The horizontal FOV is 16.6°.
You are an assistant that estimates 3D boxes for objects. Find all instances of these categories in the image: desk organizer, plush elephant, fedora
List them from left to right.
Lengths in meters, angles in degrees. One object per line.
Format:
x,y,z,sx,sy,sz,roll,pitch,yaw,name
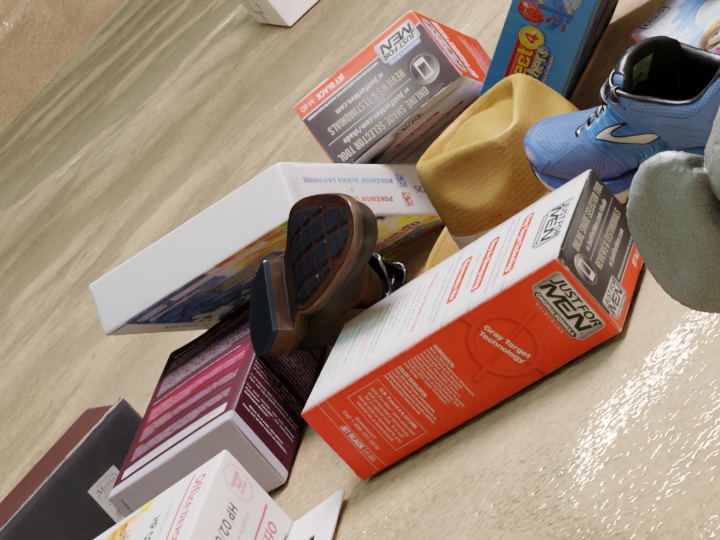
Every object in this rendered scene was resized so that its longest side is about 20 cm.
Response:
-0.218,0.184,1.692,0.200,0.072,0.077,-48,14,-21,desk organizer
0.096,-0.068,1.577,0.200,0.082,0.201,-39,16,13,fedora
0.211,-0.043,1.082,0.165,0.155,0.200,-32,18,34,plush elephant

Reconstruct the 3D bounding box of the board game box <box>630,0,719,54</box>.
0.281,-0.193,1.540,0.200,0.043,0.199,-42,14,-2,board game box

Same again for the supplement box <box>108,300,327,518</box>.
-0.090,0.095,1.636,0.109,0.061,0.200,-34,17,23,supplement box

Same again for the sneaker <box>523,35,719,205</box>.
0.168,-0.095,1.422,0.200,0.089,0.079,-10,32,48,sneaker

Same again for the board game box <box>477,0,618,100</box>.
0.152,-0.211,1.704,0.200,0.056,0.196,-60,-10,-49,board game box

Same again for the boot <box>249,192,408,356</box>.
0.000,0.000,1.535,0.200,0.097,0.075,134,133,-64,boot

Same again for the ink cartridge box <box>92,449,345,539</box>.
-0.111,0.183,1.432,0.200,0.068,0.115,-35,17,24,ink cartridge box

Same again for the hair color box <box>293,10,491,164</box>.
0.036,-0.120,1.765,0.111,0.064,0.200,-39,-9,11,hair color box

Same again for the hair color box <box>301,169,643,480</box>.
0.066,0.033,1.420,0.200,0.061,0.102,-33,17,33,hair color box

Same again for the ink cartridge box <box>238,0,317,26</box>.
-0.084,-0.343,2.811,0.116,0.068,0.200,-43,17,-6,ink cartridge box

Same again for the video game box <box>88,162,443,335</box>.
-0.059,-0.014,1.715,0.200,0.047,0.182,-31,-15,36,video game box
